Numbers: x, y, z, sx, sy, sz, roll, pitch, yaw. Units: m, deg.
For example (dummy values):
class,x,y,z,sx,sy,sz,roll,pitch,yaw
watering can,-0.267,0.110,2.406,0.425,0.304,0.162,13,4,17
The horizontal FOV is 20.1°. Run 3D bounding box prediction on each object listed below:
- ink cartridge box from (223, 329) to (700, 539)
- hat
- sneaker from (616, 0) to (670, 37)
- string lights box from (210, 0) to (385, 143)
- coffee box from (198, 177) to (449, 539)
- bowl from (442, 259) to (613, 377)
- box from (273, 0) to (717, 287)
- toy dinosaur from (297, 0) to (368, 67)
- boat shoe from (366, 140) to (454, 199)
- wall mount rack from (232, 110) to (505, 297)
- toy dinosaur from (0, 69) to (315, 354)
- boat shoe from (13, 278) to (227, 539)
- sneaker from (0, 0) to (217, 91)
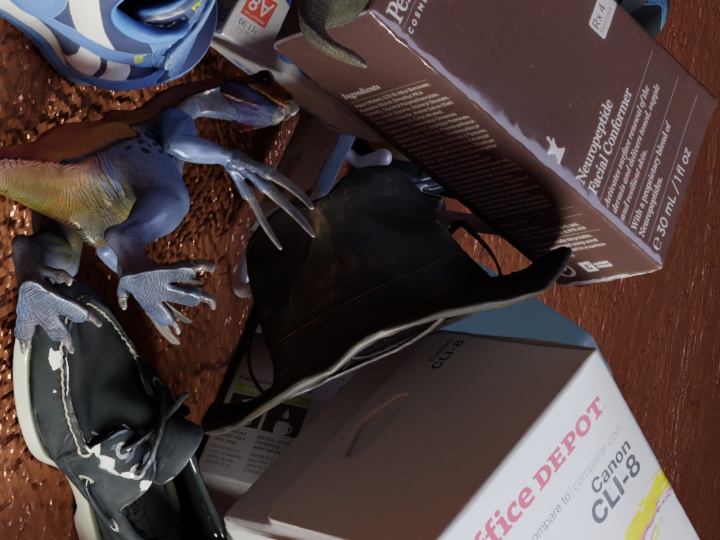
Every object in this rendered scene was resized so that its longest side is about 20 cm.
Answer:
class,x,y,z,sx,sy,sz,roll,pitch,yaw
ink cartridge box,0.064,0.149,0.968,0.145,0.144,0.201,-47,119,-28
hat,0.000,0.000,0.900,0.082,0.199,0.200,67,21,1
sneaker,0.062,-0.148,1.046,0.082,0.198,0.074,41,64,-62
string lights box,0.009,-0.174,0.960,0.102,0.059,0.201,31,84,-29
coffee box,-0.013,0.062,1.134,0.113,0.079,0.201,75,31,-55
bowl,0.079,0.097,1.144,0.201,0.104,0.203,12,90,-76
box,0.066,-0.090,0.918,0.199,0.075,0.101,36,62,-28
toy dinosaur,-0.023,-0.152,0.822,0.077,0.200,0.102,-38,147,-1
boat shoe,0.056,-0.080,1.287,0.200,0.074,0.063,-18,121,-64
wall mount rack,0.017,-0.056,1.046,0.074,0.173,0.201,38,52,-20
toy dinosaur,-0.084,-0.049,0.824,0.200,0.104,0.182,55,24,-36
boat shoe,-0.100,0.079,0.907,0.201,0.066,0.075,82,27,-43
sneaker,-0.089,-0.112,0.818,0.200,0.081,0.075,16,83,-75
